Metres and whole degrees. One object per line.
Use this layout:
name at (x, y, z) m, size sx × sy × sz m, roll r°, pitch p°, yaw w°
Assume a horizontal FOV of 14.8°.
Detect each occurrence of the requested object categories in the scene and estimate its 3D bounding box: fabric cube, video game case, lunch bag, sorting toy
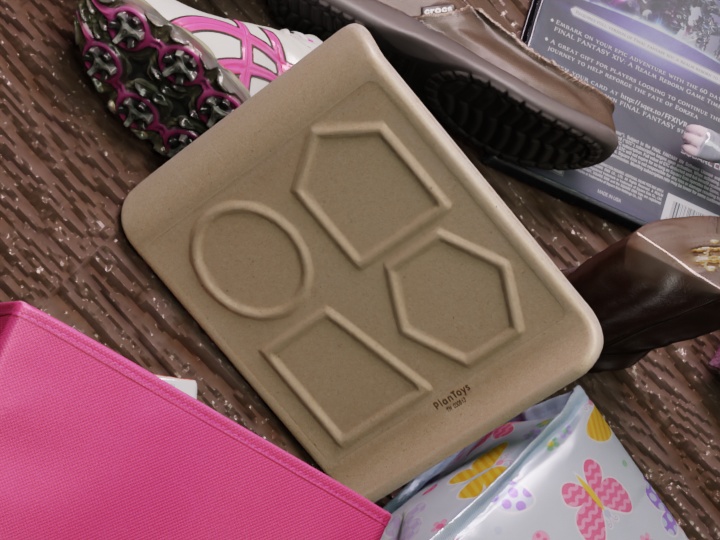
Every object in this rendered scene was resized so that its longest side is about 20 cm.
fabric cube at (-0.144, 0.150, 1.179) m, size 0.196 × 0.200 × 0.200 m, roll 31°, pitch 72°, yaw -25°
video game case at (0.158, -0.123, 1.524) m, size 0.143 × 0.019 × 0.201 m, roll 23°, pitch 72°, yaw -17°
lunch bag at (0.069, 0.185, 1.379) m, size 0.200 × 0.127 × 0.170 m, roll -43°, pitch 101°, yaw -32°
sorting toy at (0.000, 0.000, 1.364) m, size 0.200 × 0.185 × 0.036 m, roll 53°, pitch 35°, yaw -4°

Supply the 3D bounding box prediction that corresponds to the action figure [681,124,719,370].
action figure at (0.255, -0.015, 1.474) m, size 0.134 × 0.149 × 0.201 m, roll 3°, pitch 102°, yaw -30°

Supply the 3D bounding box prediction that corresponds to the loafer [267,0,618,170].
loafer at (0.052, -0.122, 1.441) m, size 0.200 × 0.073 × 0.071 m, roll 30°, pitch 66°, yaw -6°

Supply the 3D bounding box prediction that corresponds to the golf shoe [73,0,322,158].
golf shoe at (-0.056, -0.090, 1.411) m, size 0.200 × 0.073 × 0.092 m, roll 35°, pitch 45°, yaw -14°

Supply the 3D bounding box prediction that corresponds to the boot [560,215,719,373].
boot at (0.099, 0.006, 1.378) m, size 0.186 × 0.200 × 0.064 m, roll 6°, pitch 79°, yaw -21°

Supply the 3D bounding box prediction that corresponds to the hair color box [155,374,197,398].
hair color box at (-0.146, 0.148, 1.330) m, size 0.111 × 0.064 × 0.201 m, roll 9°, pitch 76°, yaw -22°
